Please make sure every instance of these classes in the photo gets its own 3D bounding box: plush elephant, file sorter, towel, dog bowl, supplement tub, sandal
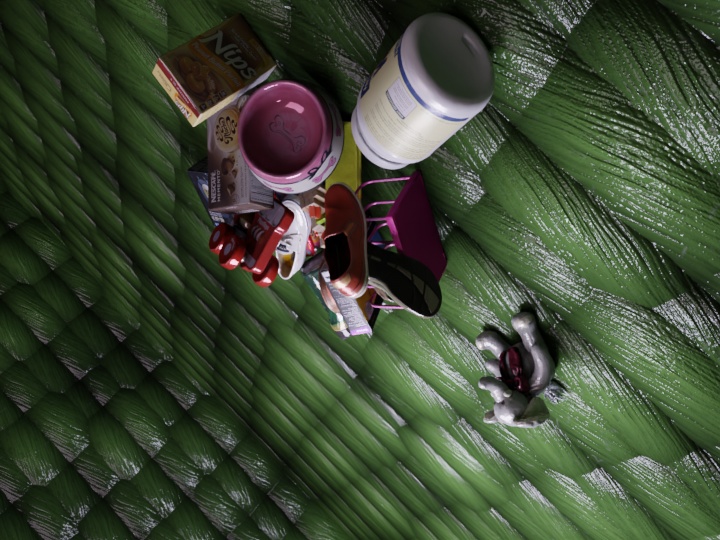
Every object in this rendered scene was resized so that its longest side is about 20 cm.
[{"bbox_3d":[0.278,0.208,1.122,0.201,0.155,0.164,50,149,-6],"label":"plush elephant"},{"bbox_3d":[0.057,-0.048,1.101,0.122,0.140,0.204,0,127,31],"label":"file sorter"},{"bbox_3d":[-0.035,-0.170,1.138,0.084,0.018,0.207,12,109,35],"label":"towel"},{"bbox_3d":[-0.129,-0.241,1.082,0.200,0.201,0.074,42,-173,7],"label":"dog bowl"},{"bbox_3d":[0.080,-0.244,0.874,0.146,0.145,0.199,49,149,-5],"label":"supplement tub"},{"bbox_3d":[0.048,0.011,1.012,0.198,0.080,0.058,30,157,18],"label":"sandal"}]

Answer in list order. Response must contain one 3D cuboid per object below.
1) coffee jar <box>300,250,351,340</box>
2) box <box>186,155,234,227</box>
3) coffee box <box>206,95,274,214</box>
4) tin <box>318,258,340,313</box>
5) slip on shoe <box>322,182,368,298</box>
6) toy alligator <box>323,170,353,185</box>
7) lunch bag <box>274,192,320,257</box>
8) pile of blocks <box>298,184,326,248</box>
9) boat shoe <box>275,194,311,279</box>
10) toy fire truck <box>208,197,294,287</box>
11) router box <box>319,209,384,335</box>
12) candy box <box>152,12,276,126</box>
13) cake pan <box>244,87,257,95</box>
[{"bbox_3d":[-0.050,0.055,1.407,0.203,0.103,0.085,63,176,-23],"label":"coffee jar"},{"bbox_3d":[-0.302,-0.183,1.473,0.197,0.086,0.167,14,135,43],"label":"box"},{"bbox_3d":[-0.233,-0.219,1.194,0.110,0.079,0.207,-3,87,32],"label":"coffee box"},{"bbox_3d":[-0.024,0.006,1.243,0.041,0.200,0.114,-18,105,28],"label":"tin"},{"bbox_3d":[-0.030,-0.057,0.980,0.073,0.205,0.061,-24,149,29],"label":"slip on shoe"},{"bbox_3d":[-0.064,-0.186,1.214,0.198,0.058,0.056,-18,69,49],"label":"toy alligator"},{"bbox_3d":[-0.156,-0.128,1.367,0.173,0.082,0.203,7,132,42],"label":"lunch bag"},{"bbox_3d":[-0.063,-0.097,1.250,0.080,0.064,0.201,-12,155,8],"label":"pile of blocks"},{"bbox_3d":[-0.151,-0.064,1.301,0.069,0.070,0.203,22,136,10],"label":"boat shoe"},{"bbox_3d":[-0.215,-0.079,1.261,0.111,0.170,0.200,30,-175,-36],"label":"toy fire truck"},{"bbox_3d":[0.000,0.000,1.194,0.050,0.202,0.152,-12,121,26],"label":"router box"},{"bbox_3d":[-0.258,-0.363,1.106,0.116,0.200,0.055,52,147,-11],"label":"candy box"},{"bbox_3d":[-0.277,-0.352,1.300,0.198,0.037,0.203,32,145,25],"label":"cake pan"}]
